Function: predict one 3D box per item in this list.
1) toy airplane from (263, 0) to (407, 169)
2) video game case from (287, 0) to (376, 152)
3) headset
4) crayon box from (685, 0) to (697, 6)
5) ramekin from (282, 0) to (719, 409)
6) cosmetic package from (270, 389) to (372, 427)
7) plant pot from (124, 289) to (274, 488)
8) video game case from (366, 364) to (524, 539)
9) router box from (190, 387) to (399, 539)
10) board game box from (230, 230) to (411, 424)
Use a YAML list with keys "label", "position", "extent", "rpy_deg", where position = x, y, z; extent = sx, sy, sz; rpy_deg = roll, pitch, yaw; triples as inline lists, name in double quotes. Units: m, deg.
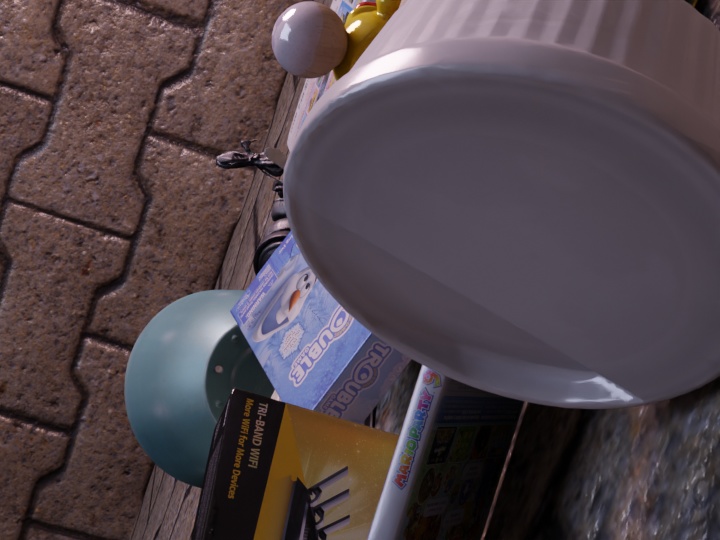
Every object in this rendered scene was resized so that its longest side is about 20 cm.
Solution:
- label: "toy airplane"
  position: [0.015, -0.113, 0.789]
  extent: [0.199, 0.141, 0.201]
  rpy_deg: [128, 157, -66]
- label: "video game case"
  position: [-0.014, -0.173, 1.081]
  extent: [0.182, 0.024, 0.201]
  rpy_deg: [-113, 41, -72]
- label: "headset"
  position: [-0.067, -0.039, 1.202]
  extent: [0.200, 0.093, 0.124]
  rpy_deg: [78, -160, -56]
- label: "crayon box"
  position: [0.118, -0.120, 0.812]
  extent: [0.173, 0.058, 0.201]
  rpy_deg: [-88, 19, -55]
- label: "ramekin"
  position: [0.075, -0.038, 0.561]
  extent: [0.094, 0.202, 0.203]
  rpy_deg: [-67, 5, -36]
- label: "cosmetic package"
  position: [-0.064, 0.198, 1.172]
  extent: [0.104, 0.087, 0.200]
  rpy_deg: [-85, 17, -45]
- label: "plant pot"
  position: [-0.111, 0.112, 1.297]
  extent: [0.161, 0.200, 0.202]
  rpy_deg: [-16, 57, 67]
- label: "video game case"
  position: [0.056, 0.081, 0.720]
  extent: [0.143, 0.018, 0.201]
  rpy_deg: [14, -87, -66]
- label: "router box"
  position: [-0.023, 0.181, 0.797]
  extent: [0.052, 0.157, 0.201]
  rpy_deg: [118, 164, -46]
- label: "board game box"
  position: [0.000, 0.000, 0.979]
  extent: [0.200, 0.043, 0.199]
  rpy_deg: [-53, 29, 7]
